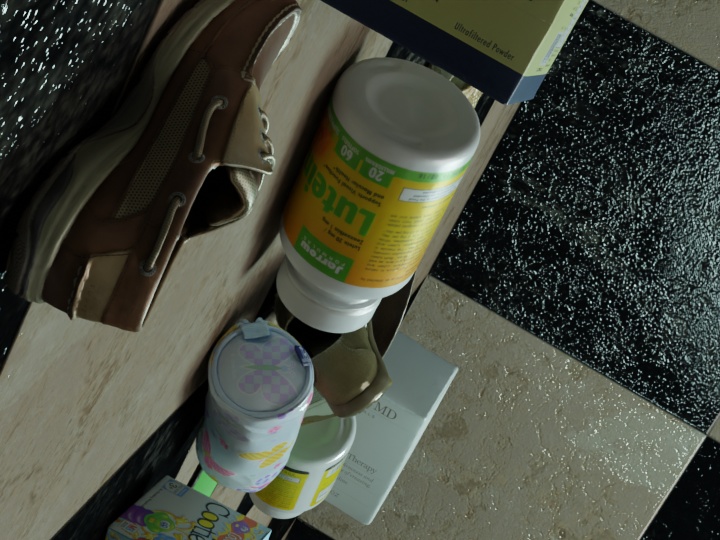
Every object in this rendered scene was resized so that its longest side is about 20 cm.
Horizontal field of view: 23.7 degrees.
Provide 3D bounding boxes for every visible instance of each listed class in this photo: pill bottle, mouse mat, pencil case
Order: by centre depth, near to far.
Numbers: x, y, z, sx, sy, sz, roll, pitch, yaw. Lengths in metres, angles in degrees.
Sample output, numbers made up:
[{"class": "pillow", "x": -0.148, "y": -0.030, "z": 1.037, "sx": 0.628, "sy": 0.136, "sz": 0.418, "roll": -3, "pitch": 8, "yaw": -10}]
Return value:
[{"class": "pill bottle", "x": 0.004, "y": -0.049, "z": 1.279, "sx": 0.111, "sy": 0.111, "sz": 0.200, "roll": -54, "pitch": 172, "yaw": -49}, {"class": "pencil case", "x": -0.092, "y": 0.115, "z": 1.424, "sx": 0.083, "sy": 0.091, "sz": 0.200, "roll": -21, "pitch": 159, "yaw": -18}, {"class": "mouse mat", "x": -0.141, "y": 0.185, "z": 1.764, "sx": 0.161, "sy": 0.008, "sz": 0.200, "roll": -61, "pitch": 176, "yaw": 5}, {"class": "pill bottle", "x": -0.075, "y": 0.209, "z": 1.951, "sx": 0.111, "sy": 0.111, "sz": 0.200, "roll": -57, "pitch": 174, "yaw": -31}]

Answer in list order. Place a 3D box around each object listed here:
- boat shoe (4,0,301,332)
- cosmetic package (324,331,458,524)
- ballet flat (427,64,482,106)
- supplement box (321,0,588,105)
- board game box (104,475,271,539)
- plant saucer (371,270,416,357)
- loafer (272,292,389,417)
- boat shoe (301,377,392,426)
[{"class": "boat shoe", "x": -0.073, "y": -0.048, "z": 0.744, "sx": 0.200, "sy": 0.072, "sz": 0.076, "roll": -57, "pitch": 174, "yaw": -33}, {"class": "cosmetic package", "x": 0.004, "y": 0.199, "z": 2.356, "sx": 0.200, "sy": 0.167, "sz": 0.166, "roll": -64, "pitch": 173, "yaw": 29}, {"class": "ballet flat", "x": 0.122, "y": -0.234, "z": 1.690, "sx": 0.201, "sy": 0.070, "sz": 0.065, "roll": -63, "pitch": 162, "yaw": -16}, {"class": "supplement box", "x": 0.087, "y": -0.219, "z": 1.014, "sx": 0.200, "sy": 0.134, "sz": 0.200, "roll": -61, "pitch": 175, "yaw": 11}, {"class": "board game box", "x": -0.164, "y": 0.289, "z": 1.402, "sx": 0.105, "sy": 0.103, "sz": 0.201, "roll": -39, "pitch": 152, "yaw": -62}, {"class": "plant saucer", "x": 0.000, "y": 0.000, "z": 1.574, "sx": 0.200, "sy": 0.032, "sz": 0.201, "roll": -165, "pitch": -90, "yaw": -71}, {"class": "loafer", "x": -0.029, "y": 0.045, "z": 1.448, "sx": 0.076, "sy": 0.068, "sz": 0.200, "roll": -33, "pitch": -148, "yaw": -2}, {"class": "boat shoe", "x": -0.058, "y": 0.106, "z": 1.546, "sx": 0.200, "sy": 0.066, "sz": 0.072, "roll": -21, "pitch": -178, "yaw": 40}]
